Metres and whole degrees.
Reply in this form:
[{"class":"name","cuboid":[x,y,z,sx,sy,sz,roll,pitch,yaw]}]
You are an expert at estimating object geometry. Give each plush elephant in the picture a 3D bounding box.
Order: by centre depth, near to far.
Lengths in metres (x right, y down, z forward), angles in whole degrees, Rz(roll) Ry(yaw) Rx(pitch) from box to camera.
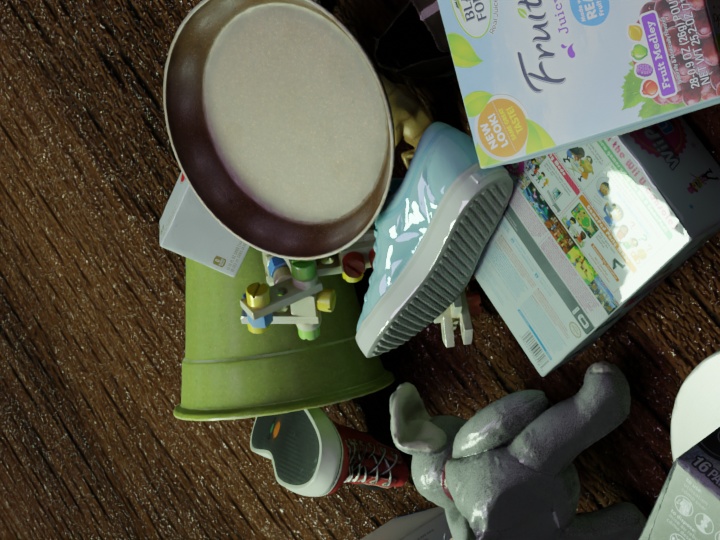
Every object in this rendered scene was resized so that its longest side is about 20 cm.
[{"class":"plush elephant","cuboid":[0.104,0.152,1.073,0.155,0.198,0.166,47,161,60]}]

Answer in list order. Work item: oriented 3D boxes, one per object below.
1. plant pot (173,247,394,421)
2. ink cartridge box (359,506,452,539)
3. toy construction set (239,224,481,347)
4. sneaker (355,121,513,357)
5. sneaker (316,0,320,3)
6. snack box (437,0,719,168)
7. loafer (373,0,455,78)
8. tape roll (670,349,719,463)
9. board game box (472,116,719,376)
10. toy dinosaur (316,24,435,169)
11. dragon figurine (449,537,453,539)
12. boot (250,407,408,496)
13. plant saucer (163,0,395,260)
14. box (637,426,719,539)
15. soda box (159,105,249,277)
[{"class":"plant pot","cuboid":[-0.081,0.017,1.228,0.199,0.198,0.193,-3,97,54]},{"class":"ink cartridge box","cuboid":[0.059,0.335,1.269,0.128,0.124,0.202,-29,87,57]},{"class":"toy construction set","cuboid":[0.000,0.000,1.110,0.132,0.197,0.093,-102,20,-54]},{"class":"sneaker","cuboid":[0.039,-0.024,1.011,0.082,0.073,0.201,53,132,25]},{"class":"sneaker","cuboid":[-0.084,-0.261,1.139,0.200,0.079,0.131,95,160,-67]},{"class":"snack box","cuboid":[0.128,-0.179,0.830,0.167,0.067,0.203,-14,90,37]},{"class":"loafer","cuboid":[0.074,-0.181,0.966,0.074,0.071,0.200,60,147,7]},{"class":"tape roll","cuboid":[0.289,0.135,0.904,0.202,0.037,0.205,31,134,40]},{"class":"board game box","cuboid":[0.149,-0.041,0.961,0.148,0.064,0.200,56,146,13]},{"class":"toy dinosaur","cuboid":[0.023,-0.128,1.070,0.200,0.061,0.106,44,159,-23]},{"class":"dragon figurine","cuboid":[0.126,0.251,1.182,0.059,0.098,0.202,-39,59,57]},{"class":"boot","cuboid":[-0.007,0.167,1.239,0.073,0.143,0.200,-70,16,-1]},{"class":"plant saucer","cuboid":[-0.054,-0.107,0.999,0.198,0.034,0.203,15,118,29]},{"class":"box","cuboid":[0.274,0.190,0.824,0.200,0.114,0.133,41,139,29]},{"class":"soda box","cuboid":[-0.089,-0.102,1.096,0.202,0.067,0.064,-63,17,15]}]
